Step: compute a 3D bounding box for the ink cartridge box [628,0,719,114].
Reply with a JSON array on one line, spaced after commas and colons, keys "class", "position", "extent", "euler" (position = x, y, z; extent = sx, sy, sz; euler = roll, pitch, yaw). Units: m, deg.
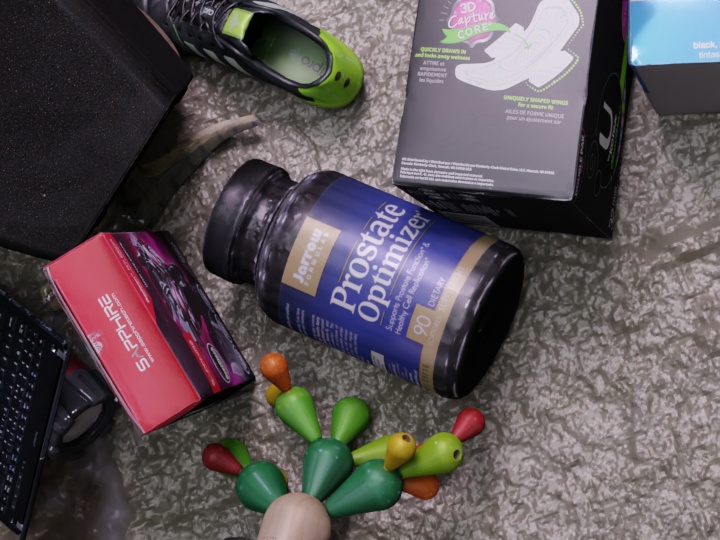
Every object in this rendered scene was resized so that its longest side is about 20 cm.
[{"class": "ink cartridge box", "position": [0.253, -0.215, 1.512], "extent": [0.144, 0.147, 0.201], "euler": [-1, 82, 15]}]

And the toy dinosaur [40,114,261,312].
[{"class": "toy dinosaur", "position": [-0.169, -0.062, 1.657], "extent": [0.088, 0.047, 0.200], "euler": [44, 94, 2]}]

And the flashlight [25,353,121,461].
[{"class": "flashlight", "position": [-0.256, 0.048, 1.656], "extent": [0.200, 0.068, 0.068], "euler": [42, 104, 22]}]

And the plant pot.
[{"class": "plant pot", "position": [-0.222, -0.118, 1.548], "extent": [0.177, 0.200, 0.200], "euler": [33, 99, -5]}]

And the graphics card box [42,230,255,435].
[{"class": "graphics card box", "position": [-0.135, 0.038, 1.541], "extent": [0.051, 0.200, 0.126], "euler": [-32, 86, 6]}]

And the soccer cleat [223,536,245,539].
[{"class": "soccer cleat", "position": [-0.014, 0.230, 1.565], "extent": [0.199, 0.070, 0.087], "euler": [3, 103, 14]}]

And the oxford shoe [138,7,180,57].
[{"class": "oxford shoe", "position": [-0.214, -0.168, 1.661], "extent": [0.200, 0.071, 0.071], "euler": [30, 123, 21]}]

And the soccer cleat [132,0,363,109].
[{"class": "soccer cleat", "position": [-0.088, -0.173, 1.632], "extent": [0.200, 0.081, 0.068], "euler": [26, 89, 17]}]

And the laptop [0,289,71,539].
[{"class": "laptop", "position": [-0.264, 0.118, 1.572], "extent": [0.200, 0.103, 0.178], "euler": [36, 127, 23]}]

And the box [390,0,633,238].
[{"class": "box", "position": [0.109, -0.136, 1.538], "extent": [0.124, 0.149, 0.201], "euler": [7, 84, 17]}]

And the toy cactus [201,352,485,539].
[{"class": "toy cactus", "position": [-0.028, 0.137, 1.539], "extent": [0.199, 0.102, 0.165], "euler": [4, 44, 25]}]

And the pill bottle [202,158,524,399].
[{"class": "pill bottle", "position": [0.000, 0.000, 1.566], "extent": [0.200, 0.112, 0.112], "euler": [23, 88, 17]}]
